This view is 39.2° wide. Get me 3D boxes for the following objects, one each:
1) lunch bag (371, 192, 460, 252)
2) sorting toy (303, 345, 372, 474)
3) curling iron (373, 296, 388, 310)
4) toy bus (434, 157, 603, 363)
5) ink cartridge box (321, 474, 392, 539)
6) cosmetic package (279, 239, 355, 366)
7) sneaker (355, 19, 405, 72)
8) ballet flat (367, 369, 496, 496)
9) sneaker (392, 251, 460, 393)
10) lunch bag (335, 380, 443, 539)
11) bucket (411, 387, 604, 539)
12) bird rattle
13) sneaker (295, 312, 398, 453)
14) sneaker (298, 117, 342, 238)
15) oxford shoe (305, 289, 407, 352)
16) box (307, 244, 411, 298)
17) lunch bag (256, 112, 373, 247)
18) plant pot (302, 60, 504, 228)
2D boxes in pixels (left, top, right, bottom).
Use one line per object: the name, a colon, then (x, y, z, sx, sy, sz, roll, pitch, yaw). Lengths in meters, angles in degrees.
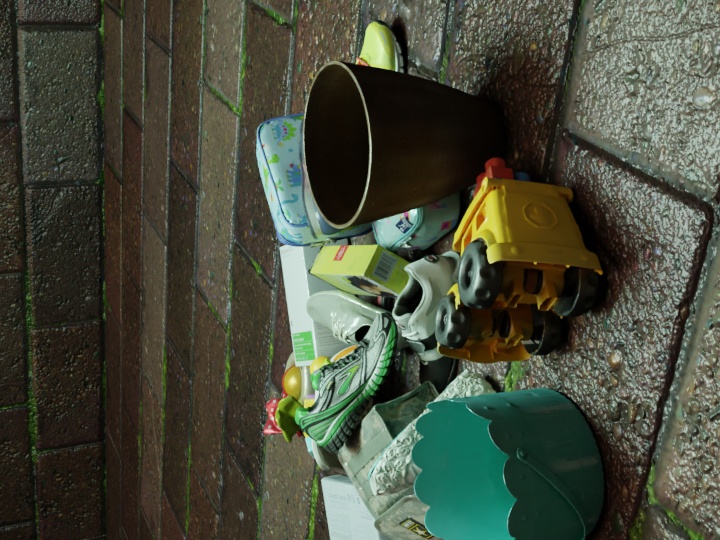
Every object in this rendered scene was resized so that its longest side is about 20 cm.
lunch bag: (0.055, -0.123, 1.337, 0.160, 0.077, 0.200, -39, 61, 61)
sorting toy: (-0.040, 0.206, 1.463, 0.180, 0.107, 0.200, -23, -61, -82)
curling iron: (0.029, 0.009, 1.479, 0.050, 0.026, 0.200, 35, 127, 48)
toy bus: (0.155, -0.017, 1.108, 0.200, 0.136, 0.192, 114, 155, -51)
ink cartridge box: (0.004, 0.434, 1.611, 0.200, 0.041, 0.200, -13, 84, 65)
cosmetic package: (-0.063, 0.049, 1.618, 0.108, 0.085, 0.200, 161, 101, -65)
sneaker: (0.002, -0.249, 1.408, 0.078, 0.090, 0.200, -131, 44, -53)
ballet flat: (0.093, 0.203, 1.226, 0.072, 0.200, 0.072, 40, 165, 13)
sneaker: (0.078, 0.073, 1.323, 0.074, 0.088, 0.200, 35, 128, 56)
lunch bag: (0.074, 0.277, 1.339, 0.200, 0.118, 0.164, 59, 148, 16)
bucket: (0.162, 0.228, 1.119, 0.207, 0.135, 0.207, 174, 90, -65)
bird rattle: (-0.103, 0.220, 1.771, 0.200, 0.113, 0.163, -177, 93, -78)
sneaker: (-0.016, 0.140, 1.332, 0.200, 0.085, 0.078, -58, 3, 2)
sneaker: (-0.039, -0.134, 1.391, 0.070, 0.082, 0.200, 65, -165, -57)
oxford shoe: (-0.014, 0.079, 1.476, 0.200, 0.058, 0.075, 18, 136, 41)
box: (0.000, 0.000, 1.411, 0.050, 0.075, 0.200, -65, 21, -9)
lunch bag: (-0.061, -0.136, 1.488, 0.082, 0.161, 0.200, 101, 153, -60)
plant pot: (0.060, -0.148, 1.178, 0.187, 0.200, 0.187, 175, 90, -65)
